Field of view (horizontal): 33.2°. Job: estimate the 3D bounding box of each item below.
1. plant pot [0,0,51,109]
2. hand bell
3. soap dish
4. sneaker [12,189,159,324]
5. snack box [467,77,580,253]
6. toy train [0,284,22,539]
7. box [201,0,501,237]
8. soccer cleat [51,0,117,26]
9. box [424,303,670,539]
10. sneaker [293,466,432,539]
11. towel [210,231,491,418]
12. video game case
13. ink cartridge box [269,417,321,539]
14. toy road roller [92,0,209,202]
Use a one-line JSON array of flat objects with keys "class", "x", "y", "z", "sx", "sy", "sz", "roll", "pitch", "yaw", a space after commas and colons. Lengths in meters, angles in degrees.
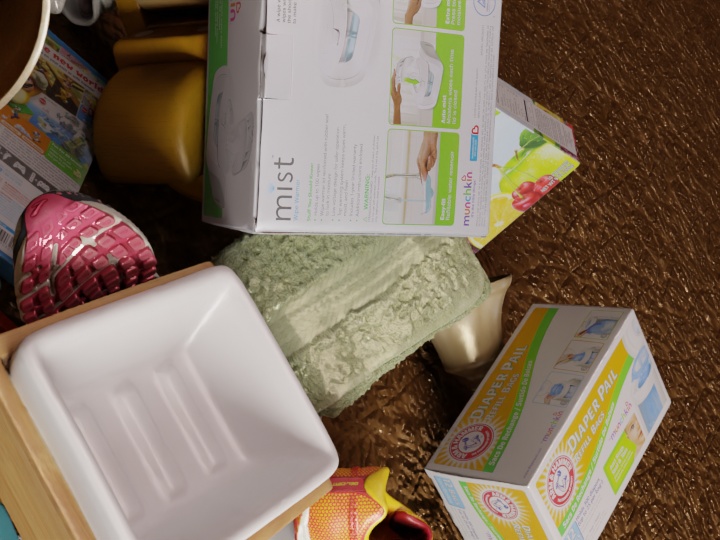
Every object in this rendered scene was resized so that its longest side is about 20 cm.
[{"class": "plant pot", "x": -0.268, "y": -0.197, "z": 0.697, "sx": 0.186, "sy": 0.186, "sz": 0.200, "roll": 40, "pitch": 17, "yaw": -28}, {"class": "hand bell", "x": 0.109, "y": 0.114, "z": 1.057, "sx": 0.104, "sy": 0.104, "sz": 0.201, "roll": -18, "pitch": 93, "yaw": -57}, {"class": "soap dish", "x": -0.111, "y": 0.091, "z": 0.653, "sx": 0.158, "sy": 0.081, "sz": 0.200, "roll": 60, "pitch": 29, "yaw": 3}, {"class": "sneaker", "x": -0.165, "y": -0.004, "z": 0.705, "sx": 0.075, "sy": 0.080, "sz": 0.200, "roll": 56, "pitch": -9, "yaw": 12}, {"class": "snack box", "x": 0.057, "y": -0.074, "z": 0.979, "sx": 0.142, "sy": 0.200, "sz": 0.053, "roll": 28, "pitch": 40, "yaw": -25}, {"class": "toy train", "x": -0.215, "y": 0.096, "z": 0.631, "sx": 0.150, "sy": 0.055, "sz": 0.201, "roll": 43, "pitch": 33, "yaw": -23}, {"class": "box", "x": -0.005, "y": -0.124, "z": 0.786, "sx": 0.175, "sy": 0.097, "sz": 0.201, "roll": -1, "pitch": 97, "yaw": -28}, {"class": "soccer cleat", "x": -0.199, "y": -0.229, "z": 0.910, "sx": 0.200, "sy": 0.069, "sz": 0.087, "roll": -32, "pitch": 123, "yaw": -67}, {"class": "box", "x": 0.157, "y": 0.134, "z": 0.988, "sx": 0.200, "sy": 0.101, "sz": 0.113, "roll": -52, "pitch": 126, "yaw": -33}, {"class": "sneaker", "x": 0.015, "y": 0.199, "z": 0.799, "sx": 0.200, "sy": 0.077, "sz": 0.073, "roll": 67, "pitch": 21, "yaw": -50}, {"class": "towel", "x": 0.000, "y": 0.000, "z": 0.863, "sx": 0.200, "sy": 0.036, "sz": 0.149, "roll": -34, "pitch": 92, "yaw": -33}, {"class": "video game case", "x": -0.239, "y": -0.099, "z": 0.784, "sx": 0.143, "sy": 0.018, "sz": 0.201, "roll": 41, "pitch": 37, "yaw": -27}, {"class": "ink cartridge box", "x": -0.082, "y": 0.117, "z": 0.799, "sx": 0.109, "sy": 0.050, "sz": 0.201, "roll": 39, "pitch": 37, "yaw": -29}, {"class": "toy road roller", "x": -0.122, "y": -0.142, "z": 0.841, "sx": 0.146, "sy": 0.122, "sz": 0.201, "roll": -44, "pitch": 128, "yaw": -48}]
